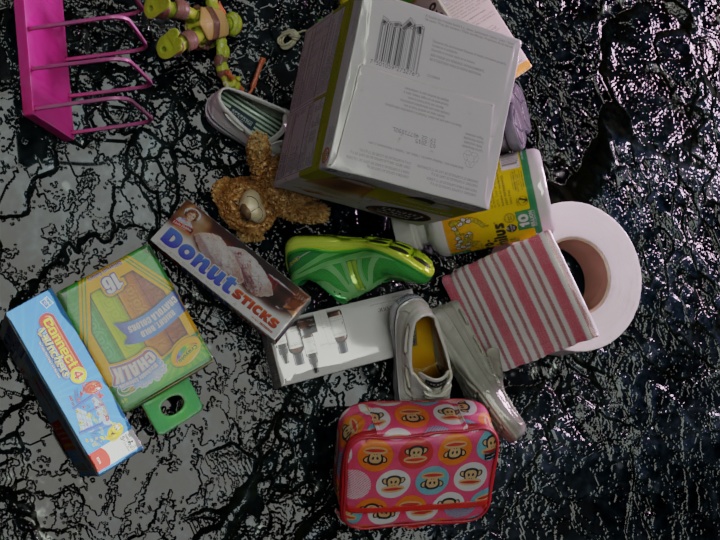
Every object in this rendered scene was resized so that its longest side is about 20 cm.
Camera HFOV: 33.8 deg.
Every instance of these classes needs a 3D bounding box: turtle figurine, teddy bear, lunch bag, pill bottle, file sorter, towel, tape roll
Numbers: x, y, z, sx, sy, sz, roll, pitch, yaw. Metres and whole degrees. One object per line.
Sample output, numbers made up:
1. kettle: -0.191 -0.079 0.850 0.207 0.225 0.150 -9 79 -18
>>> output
1. turtle figurine: -0.198 -0.316 1.480 0.161 0.064 0.202 -15 101 -55
2. teddy bear: -0.085 -0.111 1.467 0.199 0.067 0.146 -17 125 -11
3. lunch bag: 0.064 0.248 1.461 0.198 0.082 0.177 -2 121 -10
4. pill bottle: 0.141 -0.081 1.514 0.198 0.113 0.114 -12 85 9
5. file sorter: -0.320 -0.272 1.393 0.124 0.139 0.202 -7 84 4
6. towel: 0.200 0.043 1.504 0.030 0.199 0.147 -25 90 -44
7. tape roll: 0.272 0.012 1.592 0.201 0.071 0.204 3 82 -17

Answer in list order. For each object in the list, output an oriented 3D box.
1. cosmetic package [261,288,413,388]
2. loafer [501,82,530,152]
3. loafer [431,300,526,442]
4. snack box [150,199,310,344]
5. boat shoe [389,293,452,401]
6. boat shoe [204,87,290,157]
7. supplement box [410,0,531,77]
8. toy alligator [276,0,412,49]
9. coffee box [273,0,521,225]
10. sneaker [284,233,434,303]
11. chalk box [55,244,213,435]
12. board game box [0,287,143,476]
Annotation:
1. cosmetic package: -0.021 0.085 1.499 0.199 0.051 0.083 -14 87 -19
2. loafer: 0.183 -0.196 1.552 0.063 0.200 0.072 -17 106 16
3. loafer: 0.153 0.125 1.508 0.070 0.070 0.201 -30 74 -16
4. snack box: -0.159 0.001 1.456 0.200 0.024 0.072 38 73 8
5. boat shoe: 0.083 0.129 1.477 0.070 0.070 0.201 -15 116 -18
6. boat shoe: -0.104 -0.168 1.502 0.199 0.067 0.074 23 76 -13
7. supplement box: 0.120 -0.315 1.561 0.073 0.126 0.201 -34 92 -24
8. toy alligator: -0.011 -0.326 1.546 0.199 0.054 0.060 -17 82 17
9. coffee box: 0.037 -0.176 1.363 0.198 0.198 0.202 14 82 -21
10. sneaker: 0.000 0.000 1.481 0.199 0.074 0.084 6 99 23
11. chalk box: -0.257 0.092 1.385 0.124 0.124 0.201 -31 92 -19
12. board game box: -0.326 0.130 1.318 0.056 0.200 0.197 -30 92 -21
